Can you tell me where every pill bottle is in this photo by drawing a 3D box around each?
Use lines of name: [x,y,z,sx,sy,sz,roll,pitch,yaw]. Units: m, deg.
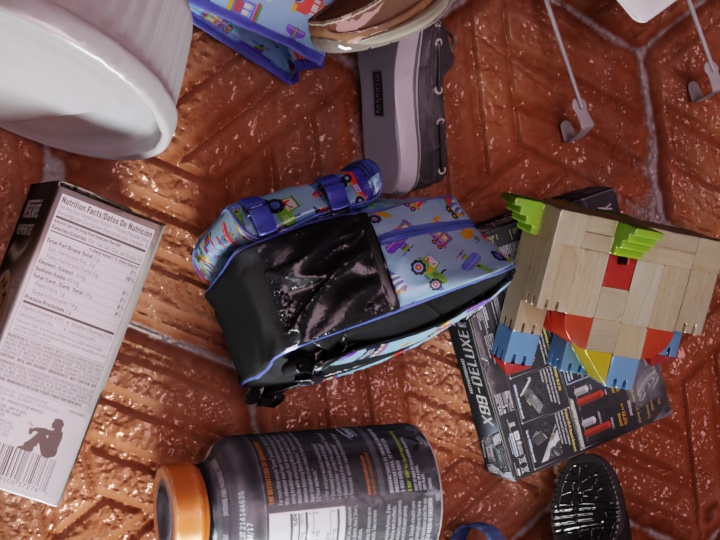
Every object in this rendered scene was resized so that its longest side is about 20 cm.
pill bottle: [-0.049,0.170,1.023,0.200,0.106,0.107,-1,92,-22]

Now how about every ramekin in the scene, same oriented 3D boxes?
ramekin: [-0.201,-0.159,0.909,0.202,0.202,0.094,27,70,-20]

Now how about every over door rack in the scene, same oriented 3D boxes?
over door rack: [0.220,-0.220,1.139,0.147,0.067,0.200,-17,98,-20]

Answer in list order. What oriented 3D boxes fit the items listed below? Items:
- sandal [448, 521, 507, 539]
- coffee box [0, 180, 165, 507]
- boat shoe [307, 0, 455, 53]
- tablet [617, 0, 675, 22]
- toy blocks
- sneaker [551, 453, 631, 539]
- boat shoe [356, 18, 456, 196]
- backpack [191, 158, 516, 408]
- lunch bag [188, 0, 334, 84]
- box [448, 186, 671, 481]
sandal: [0.124,0.271,1.115,0.200,0.079,0.087,46,47,-26]
coffee box: [-0.214,0.045,0.948,0.080,0.113,0.200,22,83,-21]
boat shoe: [0.037,-0.216,0.967,0.200,0.076,0.072,-38,120,-28]
tablet: [0.203,-0.302,1.109,0.130,0.014,0.200,-36,85,-23]
toy blocks: [0.190,0.027,1.077,0.200,0.100,0.137,9,100,-23]
sneaker: [0.205,0.251,1.145,0.104,0.060,0.200,14,67,-65]
boat shoe: [0.042,-0.157,1.065,0.066,0.070,0.201,-10,103,-32]
backpack: [0.000,0.000,0.996,0.200,0.183,0.135,-20,84,-18]
lunch bag: [-0.093,-0.251,1.004,0.200,0.094,0.151,27,81,-15]
box: [0.154,0.048,1.130,0.157,0.050,0.200,-20,99,-21]
